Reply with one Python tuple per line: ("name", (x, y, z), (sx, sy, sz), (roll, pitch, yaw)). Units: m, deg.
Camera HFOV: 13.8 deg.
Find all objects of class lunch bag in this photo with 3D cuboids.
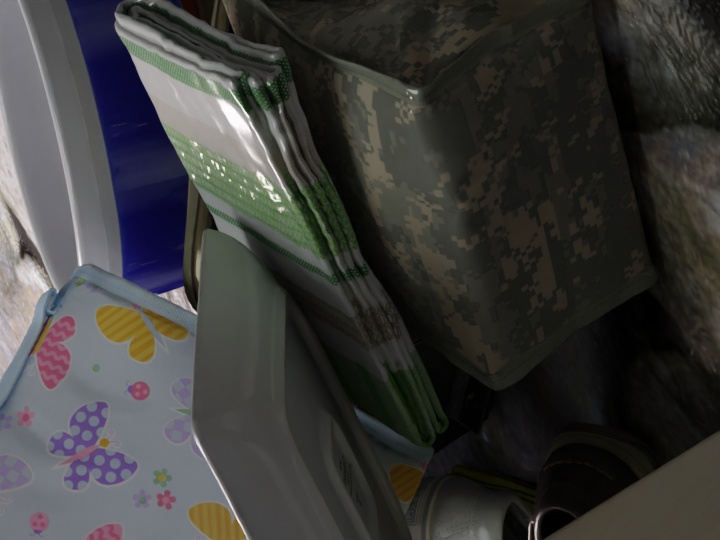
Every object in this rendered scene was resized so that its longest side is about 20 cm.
("lunch bag", (0.022, -0.066, 1.323), (0.200, 0.117, 0.165), (29, 145, 47))
("lunch bag", (-0.095, 0.112, 1.435), (0.199, 0.170, 0.127), (30, 166, -16))

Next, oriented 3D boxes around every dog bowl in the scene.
("dog bowl", (-0.135, -0.082, 1.550), (0.200, 0.078, 0.201), (166, 90, -77))

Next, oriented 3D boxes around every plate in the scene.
("plate", (-0.016, 0.097, 1.284), (0.200, 0.032, 0.201), (-95, -20, -66))

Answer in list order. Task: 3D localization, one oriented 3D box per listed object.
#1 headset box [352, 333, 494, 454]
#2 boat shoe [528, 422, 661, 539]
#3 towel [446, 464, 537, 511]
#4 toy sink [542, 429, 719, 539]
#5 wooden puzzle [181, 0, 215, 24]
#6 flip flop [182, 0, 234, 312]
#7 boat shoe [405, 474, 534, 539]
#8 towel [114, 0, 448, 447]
("headset box", (0.000, 0.000, 1.513), (0.200, 0.077, 0.149), (51, 158, 22))
("boat shoe", (0.115, 0.171, 1.428), (0.074, 0.073, 0.201), (1, 120, 34))
("towel", (0.107, 0.154, 1.547), (0.200, 0.018, 0.086), (13, 128, 63))
("toy sink", (0.116, 0.172, 1.296), (0.131, 0.199, 0.112), (57, 158, 7))
("wooden puzzle", (-0.129, -0.189, 1.623), (0.185, 0.037, 0.201), (46, 154, 35))
("flip flop", (-0.055, -0.075, 1.428), (0.057, 0.081, 0.201), (13, 94, 50))
("boat shoe", (0.085, 0.171, 1.510), (0.068, 0.072, 0.201), (2, 137, 31))
("towel", (-0.033, -0.025, 1.320), (0.149, 0.031, 0.201), (32, 153, 59))
